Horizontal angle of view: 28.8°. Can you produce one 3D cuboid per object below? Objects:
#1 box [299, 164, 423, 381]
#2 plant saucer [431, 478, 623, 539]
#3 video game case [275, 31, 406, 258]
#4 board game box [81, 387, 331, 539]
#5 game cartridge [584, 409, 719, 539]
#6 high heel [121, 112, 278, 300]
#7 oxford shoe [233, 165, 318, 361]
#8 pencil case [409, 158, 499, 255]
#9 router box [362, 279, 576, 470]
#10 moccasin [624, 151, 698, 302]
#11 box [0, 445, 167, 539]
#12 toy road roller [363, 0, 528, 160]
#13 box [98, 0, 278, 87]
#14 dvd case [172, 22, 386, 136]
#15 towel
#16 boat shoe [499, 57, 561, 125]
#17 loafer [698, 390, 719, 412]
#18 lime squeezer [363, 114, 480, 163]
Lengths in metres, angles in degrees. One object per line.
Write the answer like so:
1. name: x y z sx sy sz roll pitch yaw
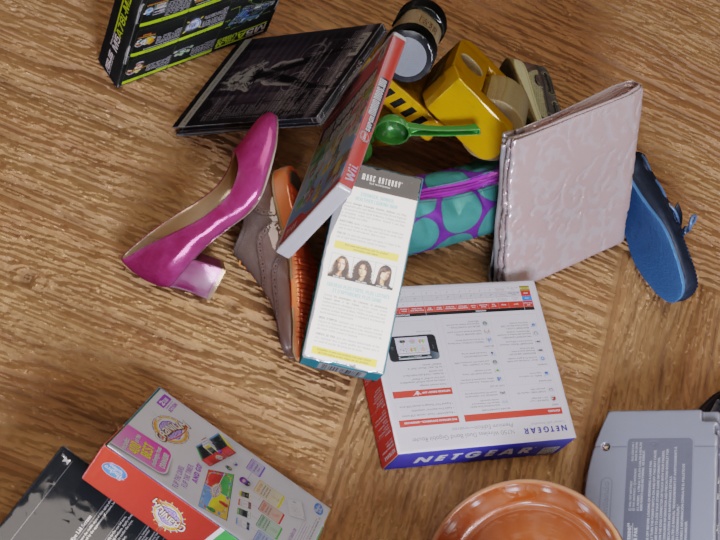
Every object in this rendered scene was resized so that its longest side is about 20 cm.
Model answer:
1. box: 0.000 0.000 1.363 0.082 0.049 0.200 13 77 -5
2. plant saucer: 0.155 0.295 1.297 0.200 0.032 0.200 -7 69 19
3. video game case: -0.019 -0.121 1.355 0.017 0.143 0.200 28 55 -14
4. board game box: -0.130 0.198 1.241 0.200 0.040 0.153 36 18 1
5. game cartridge: 0.290 0.235 1.391 0.133 0.040 0.200 -1 60 19
6. high heel: -0.153 -0.074 1.366 0.096 0.200 0.067 23 13 -17
7. oxford shoe: -0.085 -0.002 1.412 0.073 0.071 0.200 -12 73 15
8. pencil case: 0.076 -0.066 1.480 0.200 0.092 0.085 -15 66 -28
9. router box: 0.101 0.103 1.425 0.200 0.049 0.180 -2 64 -21
10. moccasin: 0.339 -0.060 1.584 0.068 0.080 0.200 -8 68 -29
11. box: -0.259 0.273 1.181 0.141 0.079 0.200 37 57 -3
12. toy road roller: 0.070 -0.182 1.509 0.200 0.146 0.123 40 28 -11
13. box: -0.162 -0.288 1.448 0.200 0.193 0.048 -27 77 -29
14. dvd case: -0.085 -0.196 1.448 0.149 0.200 0.016 -59 133 -33
15. towel: 0.220 -0.088 1.495 0.191 0.200 0.032 -23 42 -28
16. boat shoe: 0.211 -0.158 1.592 0.066 0.072 0.201 -6 61 -18
17. loafer: 0.374 0.197 1.469 0.072 0.063 0.200 38 57 1
18. lime squeezer: 0.019 -0.121 1.442 0.200 0.038 0.071 -25 65 -8
